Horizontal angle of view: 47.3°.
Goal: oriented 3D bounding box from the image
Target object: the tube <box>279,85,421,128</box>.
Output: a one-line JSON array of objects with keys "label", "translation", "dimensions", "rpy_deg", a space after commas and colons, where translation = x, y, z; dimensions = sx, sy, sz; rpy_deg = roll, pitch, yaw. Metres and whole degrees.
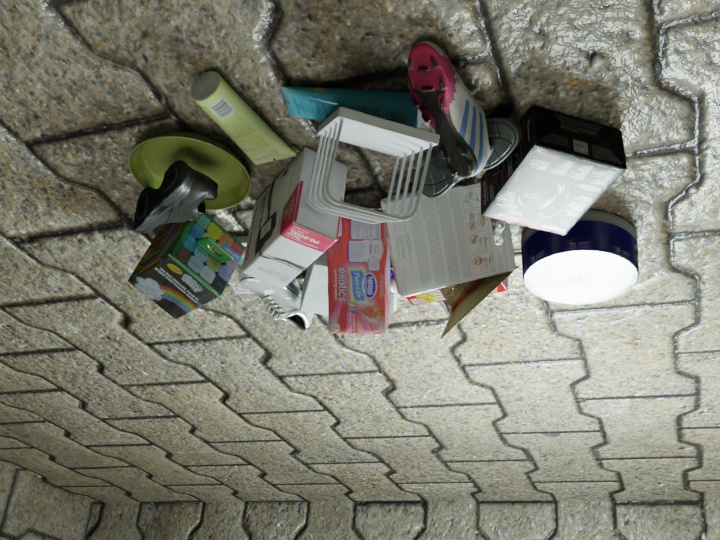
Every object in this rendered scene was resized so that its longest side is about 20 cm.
[{"label": "tube", "translation": [-0.012, -0.231, 1.163], "dimensions": [0.198, 0.051, 0.078], "rpy_deg": [6, 154, 9]}]

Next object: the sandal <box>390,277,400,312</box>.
[{"label": "sandal", "translation": [0.042, 0.036, 1.552], "dimensions": [0.082, 0.050, 0.203], "rpy_deg": [25, 164, -2]}]

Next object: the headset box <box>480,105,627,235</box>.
[{"label": "headset box", "translation": [0.278, -0.138, 1.233], "dimensions": [0.147, 0.078, 0.200], "rpy_deg": [12, 148, -12]}]

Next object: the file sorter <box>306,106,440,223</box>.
[{"label": "file sorter", "translation": [0.007, -0.138, 1.155], "dimensions": [0.137, 0.126, 0.200], "rpy_deg": [13, 180, -11]}]

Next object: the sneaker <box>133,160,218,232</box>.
[{"label": "sneaker", "translation": [-0.307, -0.105, 1.352], "dimensions": [0.090, 0.077, 0.199], "rpy_deg": [20, 150, -35]}]

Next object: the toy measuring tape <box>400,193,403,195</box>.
[{"label": "toy measuring tape", "translation": [0.096, -0.055, 1.409], "dimensions": [0.073, 0.074, 0.201], "rpy_deg": [-1, 138, 12]}]

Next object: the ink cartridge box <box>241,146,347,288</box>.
[{"label": "ink cartridge box", "translation": [-0.110, -0.081, 1.340], "dimensions": [0.084, 0.146, 0.200], "rpy_deg": [21, 147, -23]}]

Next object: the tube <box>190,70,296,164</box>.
[{"label": "tube", "translation": [-0.176, -0.216, 1.220], "dimensions": [0.058, 0.052, 0.200], "rpy_deg": [38, 176, 37]}]

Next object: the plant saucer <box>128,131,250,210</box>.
[{"label": "plant saucer", "translation": [-0.274, -0.166, 1.339], "dimensions": [0.198, 0.031, 0.201], "rpy_deg": [5, 151, 3]}]

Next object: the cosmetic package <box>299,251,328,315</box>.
[{"label": "cosmetic package", "translation": [-0.053, 0.013, 1.574], "dimensions": [0.100, 0.072, 0.200], "rpy_deg": [9, 150, -8]}]

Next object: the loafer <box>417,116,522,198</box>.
[{"label": "loafer", "translation": [0.164, -0.177, 1.226], "dimensions": [0.199, 0.063, 0.072], "rpy_deg": [-30, 96, 44]}]

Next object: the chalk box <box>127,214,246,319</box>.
[{"label": "chalk box", "translation": [-0.301, -0.018, 1.487], "dimensions": [0.199, 0.125, 0.125], "rpy_deg": [-24, 122, 42]}]

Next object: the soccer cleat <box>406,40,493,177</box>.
[{"label": "soccer cleat", "translation": [0.124, -0.225, 1.119], "dimensions": [0.069, 0.086, 0.201], "rpy_deg": [1, 126, 43]}]

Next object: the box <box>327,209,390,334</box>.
[{"label": "box", "translation": [0.000, 0.000, 1.403], "dimensions": [0.101, 0.202, 0.095], "rpy_deg": [0, -168, 8]}]

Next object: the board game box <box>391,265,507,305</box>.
[{"label": "board game box", "translation": [0.158, -0.001, 1.538], "dimensions": [0.198, 0.047, 0.152], "rpy_deg": [-10, 147, 26]}]

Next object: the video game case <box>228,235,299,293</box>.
[{"label": "video game case", "translation": [-0.211, -0.008, 1.620], "dimensions": [0.141, 0.018, 0.201], "rpy_deg": [0, 150, 12]}]

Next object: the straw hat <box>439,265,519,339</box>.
[{"label": "straw hat", "translation": [0.180, 0.027, 1.435], "dimensions": [0.085, 0.201, 0.201], "rpy_deg": [48, 148, 8]}]

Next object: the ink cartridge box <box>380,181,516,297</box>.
[{"label": "ink cartridge box", "translation": [0.143, -0.057, 1.337], "dimensions": [0.198, 0.163, 0.050], "rpy_deg": [-14, -163, -9]}]

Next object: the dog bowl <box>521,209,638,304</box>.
[{"label": "dog bowl", "translation": [0.381, -0.019, 1.433], "dimensions": [0.198, 0.080, 0.201], "rpy_deg": [4, 150, 2]}]

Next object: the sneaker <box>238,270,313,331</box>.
[{"label": "sneaker", "translation": [-0.162, 0.060, 1.640], "dimensions": [0.073, 0.071, 0.199], "rpy_deg": [-21, 141, 39]}]
